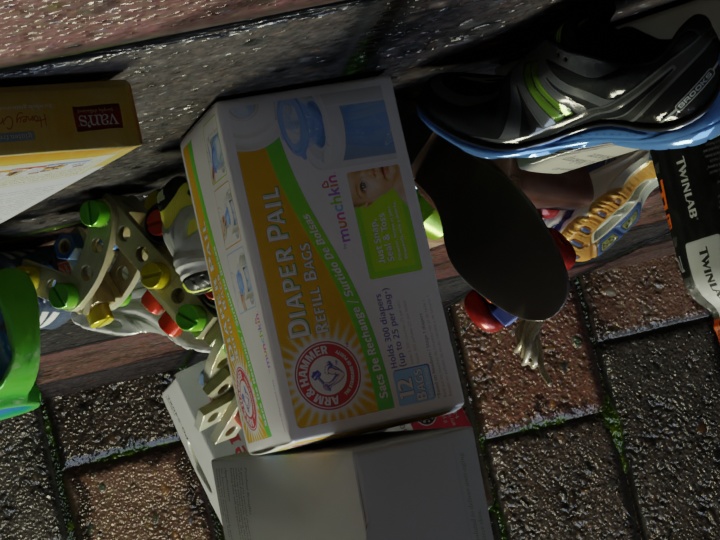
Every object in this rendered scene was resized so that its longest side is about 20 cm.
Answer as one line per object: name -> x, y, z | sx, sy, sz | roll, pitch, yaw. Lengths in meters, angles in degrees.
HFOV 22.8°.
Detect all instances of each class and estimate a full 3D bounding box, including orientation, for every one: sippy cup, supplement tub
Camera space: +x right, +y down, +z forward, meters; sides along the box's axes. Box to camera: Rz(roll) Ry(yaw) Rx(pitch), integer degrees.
sippy cup -> -0.294, 0.043, 1.202 | 0.177, 0.131, 0.140 | -14, 173, -1
supplement tub -> 0.259, -0.058, 1.178 | 0.122, 0.201, 0.123 | -13, 174, -1

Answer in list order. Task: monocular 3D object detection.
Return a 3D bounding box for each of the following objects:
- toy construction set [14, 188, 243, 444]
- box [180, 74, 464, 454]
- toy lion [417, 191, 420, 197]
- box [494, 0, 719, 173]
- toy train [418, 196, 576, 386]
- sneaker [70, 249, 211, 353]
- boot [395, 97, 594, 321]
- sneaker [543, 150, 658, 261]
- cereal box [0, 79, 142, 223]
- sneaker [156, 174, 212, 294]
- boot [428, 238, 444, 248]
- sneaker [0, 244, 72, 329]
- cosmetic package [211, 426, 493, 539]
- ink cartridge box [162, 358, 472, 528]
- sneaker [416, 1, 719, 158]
toy construction set -> -0.134, 0.024, 1.215 | 0.131, 0.200, 0.092 | -50, 172, 17
box -> -0.025, 0.000, 1.056 | 0.112, 0.201, 0.101 | -12, 174, -19
toy lion -> -0.038, -0.001, 1.388 | 0.191, 0.069, 0.200 | -32, 175, -19
box -> 0.190, -0.118, 1.082 | 0.200, 0.069, 0.082 | -17, 173, 27
toy train -> 0.080, -0.014, 1.216 | 0.085, 0.116, 0.200 | -43, -155, 21
sneaker -> -0.123, 0.005, 1.303 | 0.199, 0.100, 0.078 | 7, -171, 21
boot -> 0.112, -0.045, 1.166 | 0.064, 0.187, 0.200 | -46, 157, 23
sneaker -> 0.200, -0.100, 1.307 | 0.200, 0.088, 0.075 | -38, 146, 8
cereal box -> -0.223, -0.049, 0.921 | 0.144, 0.040, 0.200 | -9, 173, -39
sneaker -> -0.040, -0.057, 1.154 | 0.200, 0.077, 0.075 | -27, 180, -33
boot -> 0.131, -0.058, 1.556 | 0.154, 0.074, 0.200 | -22, 173, 33
sneaker -> -0.245, 0.010, 1.342 | 0.084, 0.075, 0.200 | -17, -178, -8
cosmetic package -> -0.008, 0.154, 1.074 | 0.085, 0.108, 0.200 | -10, 180, -30
ink cartridge box -> -0.036, 0.113, 1.414 | 0.200, 0.146, 0.083 | -25, 173, -16
sneaker -> 0.121, -0.110, 1.012 | 0.199, 0.083, 0.071 | -2, -153, 38
